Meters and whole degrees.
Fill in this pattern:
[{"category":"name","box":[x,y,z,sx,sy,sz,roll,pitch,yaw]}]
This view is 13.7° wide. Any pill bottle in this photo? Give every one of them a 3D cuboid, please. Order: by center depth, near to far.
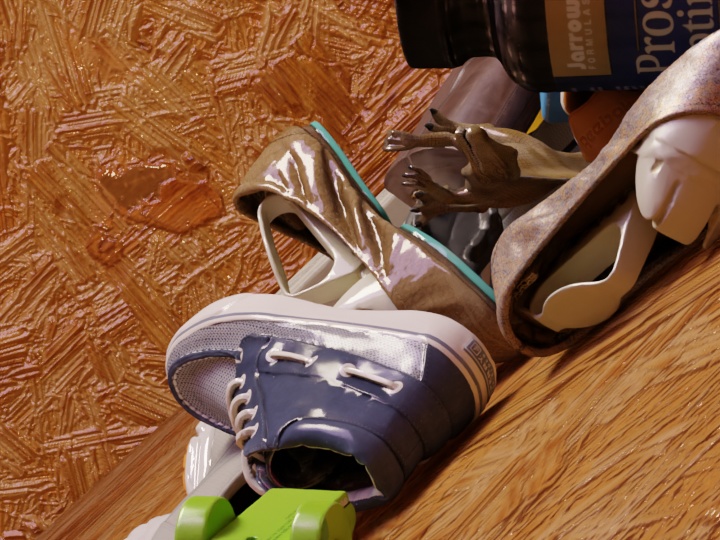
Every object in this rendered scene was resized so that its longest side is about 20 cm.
[{"category":"pill bottle","box":[0.119,-0.135,1.321,0.199,0.112,0.112,-2,12,10]}]

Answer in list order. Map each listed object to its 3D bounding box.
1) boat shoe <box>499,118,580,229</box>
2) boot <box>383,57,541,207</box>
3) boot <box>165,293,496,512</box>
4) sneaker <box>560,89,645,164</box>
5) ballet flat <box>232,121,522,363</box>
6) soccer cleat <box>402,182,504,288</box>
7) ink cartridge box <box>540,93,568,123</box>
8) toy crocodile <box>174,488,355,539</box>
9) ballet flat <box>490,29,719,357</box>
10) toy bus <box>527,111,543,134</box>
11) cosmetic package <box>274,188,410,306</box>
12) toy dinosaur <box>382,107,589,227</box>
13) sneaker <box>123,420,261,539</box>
[{"category":"boat shoe","box":[0.110,-0.044,1.652,0.067,0.074,0.200,-11,-17,-39]},{"category":"boot","box":[0.055,-0.101,1.662,0.186,0.064,0.200,-26,32,60]},{"category":"boot","box":[-0.037,0.063,1.368,0.200,0.073,0.090,-5,31,46]},{"category":"sneaker","box":[0.144,-0.082,1.428,0.073,0.085,0.200,-43,0,18]},{"category":"ballet flat","box":[0.000,0.000,1.450,0.072,0.200,0.068,-37,-40,-9]},{"category":"soccer cleat","box":[0.028,0.042,1.510,0.200,0.070,0.087,-60,-20,-45]},{"category":"ink cartridge box","box":[0.129,-0.183,1.494,0.083,0.146,0.200,-2,-24,1]},{"category":"toy crocodile","box":[-0.048,0.133,1.198,0.067,0.062,0.200,-1,15,16]},{"category":"ballet flat","box":[0.122,-0.025,1.239,0.200,0.068,0.067,-47,18,41]},{"category":"toy bus","box":[0.150,-0.113,1.690,0.078,0.065,0.200,-3,-30,-46]},{"category":"cosmetic package","box":[0.015,0.012,1.762,0.200,0.087,0.103,-44,4,-37]},{"category":"toy dinosaur","box":[0.076,-0.048,1.465,0.101,0.058,0.200,4,6,28]},{"category":"sneaker","box":[-0.043,0.108,1.452,0.092,0.076,0.200,-31,16,32]}]
